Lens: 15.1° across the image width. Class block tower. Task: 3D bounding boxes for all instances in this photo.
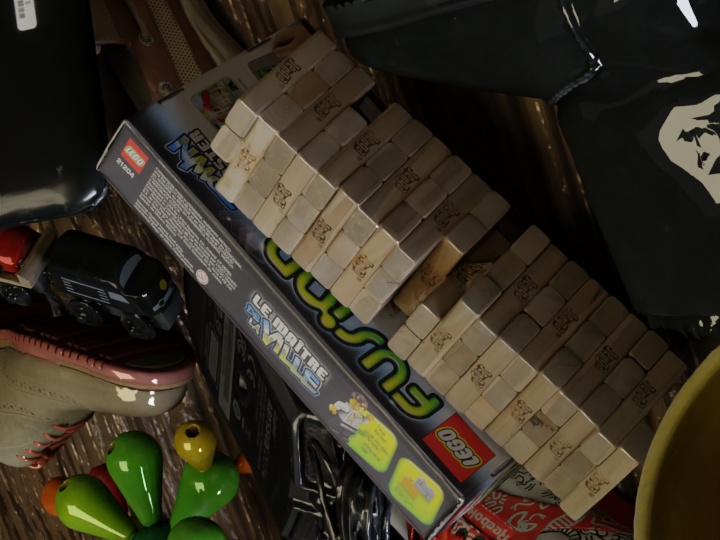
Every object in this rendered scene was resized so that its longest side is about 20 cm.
[{"bbox_3d":[0.034,0.001,1.032,0.200,0.058,0.054,44,144,4],"label":"block tower"}]

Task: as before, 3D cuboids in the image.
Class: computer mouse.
[{"bbox_3d":[-0.021,0.062,1.147,0.139,0.052,0.201,99,152,-50],"label":"computer mouse"}]

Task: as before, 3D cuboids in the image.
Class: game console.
[{"bbox_3d":[-0.187,-0.106,1.156,0.175,0.116,0.201,-10,84,11],"label":"game console"}]

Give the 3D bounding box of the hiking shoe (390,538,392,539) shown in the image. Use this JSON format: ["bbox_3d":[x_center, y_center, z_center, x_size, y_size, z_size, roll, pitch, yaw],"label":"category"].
[{"bbox_3d":[0.058,0.177,1.179,0.199,0.074,0.087,21,149,36],"label":"hiking shoe"}]

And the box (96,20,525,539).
[{"bbox_3d":[0.000,0.000,1.077,0.200,0.110,0.035,48,138,10],"label":"box"}]

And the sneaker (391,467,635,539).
[{"bbox_3d":[0.054,0.122,1.099,0.201,0.108,0.068,27,125,29],"label":"sneaker"}]

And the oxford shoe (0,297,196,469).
[{"bbox_3d":[-0.140,0.057,1.269,0.199,0.070,0.075,8,102,54],"label":"oxford shoe"}]

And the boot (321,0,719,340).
[{"bbox_3d":[0.087,-0.055,0.993,0.198,0.073,0.163,-9,114,48],"label":"boot"}]

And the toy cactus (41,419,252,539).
[{"bbox_3d":[-0.079,0.152,1.248,0.200,0.102,0.166,-14,90,64],"label":"toy cactus"}]

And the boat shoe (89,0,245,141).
[{"bbox_3d":[-0.111,-0.106,1.145,0.200,0.072,0.076,50,139,7],"label":"boat shoe"}]

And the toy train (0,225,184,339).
[{"bbox_3d":[-0.171,-0.011,1.224,0.199,0.034,0.046,14,149,25],"label":"toy train"}]

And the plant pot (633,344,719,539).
[{"bbox_3d":[0.199,0.118,0.925,0.199,0.200,0.142,31,159,27],"label":"plant pot"}]
